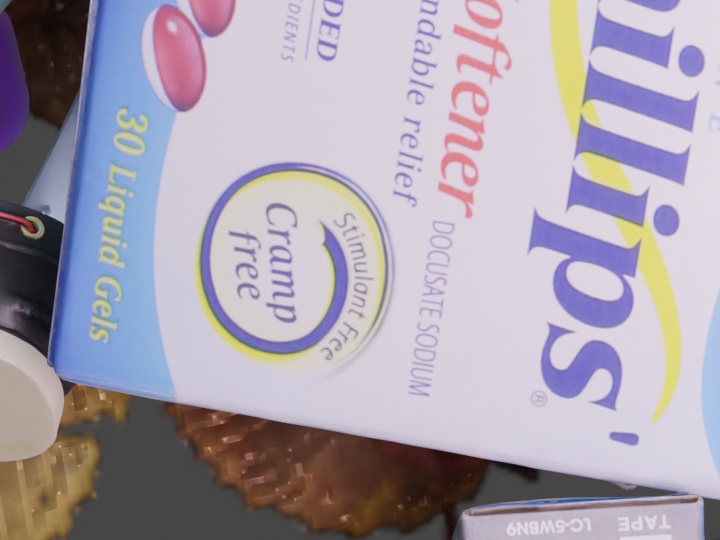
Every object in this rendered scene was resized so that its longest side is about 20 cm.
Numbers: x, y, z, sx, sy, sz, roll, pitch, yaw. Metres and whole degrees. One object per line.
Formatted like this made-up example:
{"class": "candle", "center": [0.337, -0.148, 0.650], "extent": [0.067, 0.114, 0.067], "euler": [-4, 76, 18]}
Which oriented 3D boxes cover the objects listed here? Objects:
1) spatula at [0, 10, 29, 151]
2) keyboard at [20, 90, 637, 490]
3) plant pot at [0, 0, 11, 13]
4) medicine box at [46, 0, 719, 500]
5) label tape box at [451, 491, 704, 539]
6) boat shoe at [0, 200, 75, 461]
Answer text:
{"class": "spatula", "center": [-0.197, -0.035, 0.838], "extent": [0.200, 0.021, 0.057], "euler": [-17, 61, -2]}
{"class": "keyboard", "center": [0.000, 0.000, 0.842], "extent": [0.200, 0.011, 0.056], "euler": [24, 82, 5]}
{"class": "plant pot", "center": [-0.174, -0.120, 0.763], "extent": [0.200, 0.201, 0.161], "euler": [28, 73, 6]}
{"class": "medicine box", "center": [0.036, -0.048, 0.750], "extent": [0.199, 0.103, 0.183], "euler": [9, 97, 11]}
{"class": "label tape box", "center": [0.058, 0.168, 0.730], "extent": [0.063, 0.144, 0.201], "euler": [-4, 76, -2]}
{"class": "boat shoe", "center": [-0.176, 0.007, 0.810], "extent": [0.201, 0.074, 0.063], "euler": [6, 51, 7]}
